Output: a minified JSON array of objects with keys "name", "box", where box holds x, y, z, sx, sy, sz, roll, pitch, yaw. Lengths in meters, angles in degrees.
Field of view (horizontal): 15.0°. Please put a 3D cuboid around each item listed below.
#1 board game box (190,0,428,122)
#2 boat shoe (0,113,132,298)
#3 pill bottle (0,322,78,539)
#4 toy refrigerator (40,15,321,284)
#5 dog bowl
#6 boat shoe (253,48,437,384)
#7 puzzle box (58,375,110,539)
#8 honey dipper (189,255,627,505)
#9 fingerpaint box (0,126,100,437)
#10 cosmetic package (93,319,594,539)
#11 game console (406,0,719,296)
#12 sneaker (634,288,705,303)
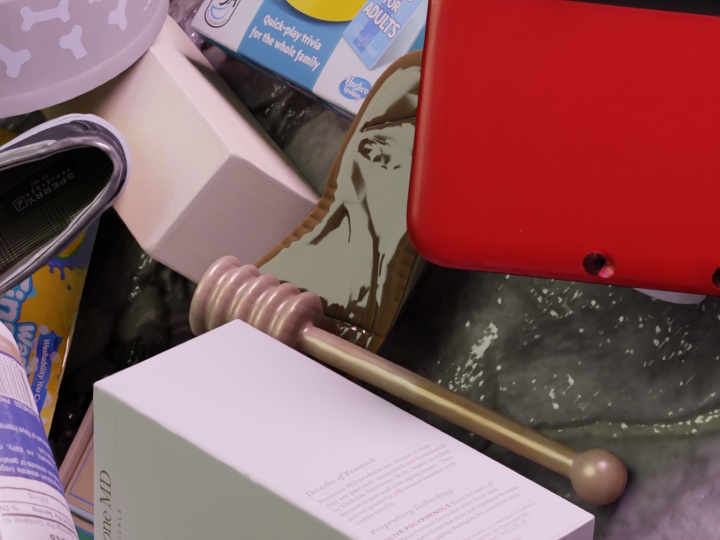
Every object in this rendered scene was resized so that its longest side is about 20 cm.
[{"name":"board game box","box":[0.024,-0.169,1.278,0.151,0.047,0.200,30,89,48]},{"name":"boat shoe","box":[-0.191,-0.009,1.211,0.200,0.072,0.071,-37,4,-4]},{"name":"pill bottle","box":[-0.175,0.123,1.159,0.111,0.111,0.201,-36,57,23]},{"name":"toy refrigerator","box":[-0.099,-0.067,1.314,0.070,0.076,0.200,-49,43,10]},{"name":"dog bowl","box":[-0.191,-0.148,1.294,0.199,0.059,0.200,0,37,0]},{"name":"boat shoe","box":[0.000,0.000,1.191,0.073,0.065,0.200,35,92,19]},{"name":"puzzle box","box":[-0.078,0.133,1.216,0.200,0.025,0.133,17,80,47]},{"name":"honey dipper","box":[0.020,0.049,1.119,0.199,0.038,0.038,25,85,22]},{"name":"fingerpaint box","box":[-0.225,0.023,1.306,0.073,0.166,0.201,-31,44,59]},{"name":"cosmetic package","box":[-0.011,0.112,1.067,0.200,0.085,0.108,25,125,37]},{"name":"game console","box":[0.124,-0.087,1.071,0.173,0.199,0.119,-82,-2,-57]},{"name":"sneaker","box":[0.110,-0.078,1.106,0.082,0.077,0.200,-52,38,37]}]
